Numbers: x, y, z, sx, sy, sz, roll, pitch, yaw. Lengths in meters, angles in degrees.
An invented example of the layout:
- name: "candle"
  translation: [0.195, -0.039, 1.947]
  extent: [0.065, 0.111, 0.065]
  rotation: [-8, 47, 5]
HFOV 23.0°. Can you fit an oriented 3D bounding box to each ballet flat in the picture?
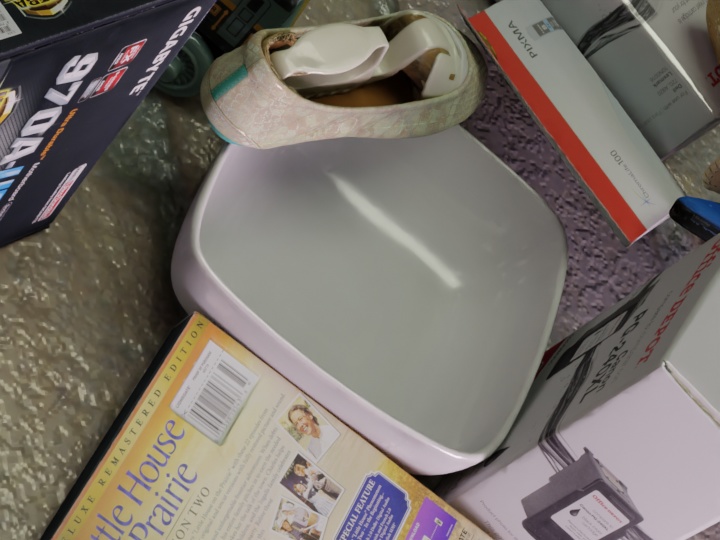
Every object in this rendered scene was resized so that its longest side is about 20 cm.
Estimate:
- name: "ballet flat"
  translation: [0.009, -0.100, 0.890]
  extent: [0.199, 0.062, 0.068]
  rotation: [-19, 74, -43]

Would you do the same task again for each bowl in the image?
- name: "bowl"
  translation: [0.000, 0.000, 0.913]
  extent: [0.199, 0.075, 0.200]
  rotation: [37, 45, -12]

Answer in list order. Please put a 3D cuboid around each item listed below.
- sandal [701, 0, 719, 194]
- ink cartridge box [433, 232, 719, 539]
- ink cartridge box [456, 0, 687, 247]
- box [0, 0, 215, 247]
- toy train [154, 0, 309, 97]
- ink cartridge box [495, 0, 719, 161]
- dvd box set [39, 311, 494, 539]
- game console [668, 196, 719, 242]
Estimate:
- name: "sandal"
  translation: [0.230, -0.070, 1.043]
  extent: [0.069, 0.078, 0.213]
  rotation: [-16, 62, -5]
- name: "ink cartridge box"
  translation: [0.139, 0.074, 0.881]
  extent: [0.083, 0.200, 0.145]
  rotation: [46, 45, -4]
- name: "ink cartridge box"
  translation: [0.126, -0.092, 1.017]
  extent: [0.160, 0.047, 0.200]
  rotation: [54, 8, 4]
- name: "box"
  translation: [-0.162, -0.061, 0.740]
  extent: [0.159, 0.200, 0.046]
  rotation: [-29, 79, -45]
- name: "toy train"
  translation: [-0.108, -0.178, 0.918]
  extent: [0.200, 0.114, 0.085]
  rotation: [40, 45, -10]
- name: "ink cartridge box"
  translation: [0.177, -0.182, 1.158]
  extent: [0.200, 0.084, 0.146]
  rotation: [52, 45, 0]
- name: "dvd box set"
  translation: [-0.037, 0.134, 0.815]
  extent: [0.200, 0.029, 0.147]
  rotation: [38, 55, -12]
- name: "game console"
  translation: [0.246, 0.050, 1.042]
  extent: [0.170, 0.119, 0.200]
  rotation: [34, 11, 18]
